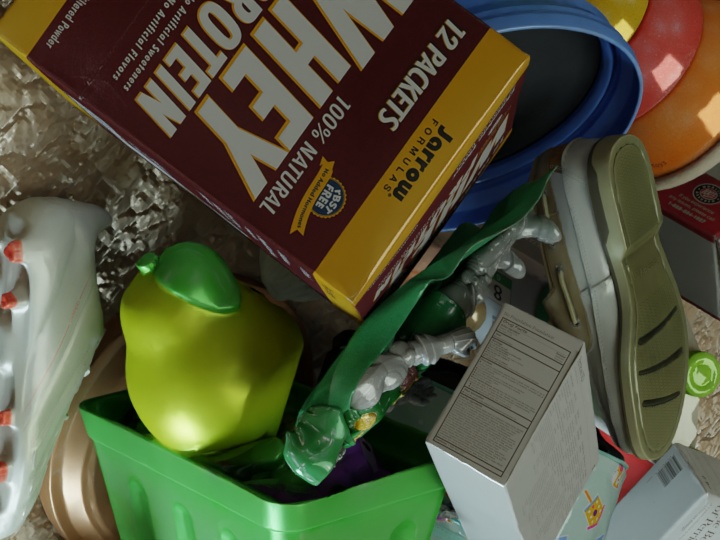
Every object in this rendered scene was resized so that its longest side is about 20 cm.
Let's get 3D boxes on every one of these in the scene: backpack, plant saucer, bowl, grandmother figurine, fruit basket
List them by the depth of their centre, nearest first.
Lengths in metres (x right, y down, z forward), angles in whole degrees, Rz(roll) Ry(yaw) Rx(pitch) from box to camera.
[{"bbox_3d":[-0.060,0.076,0.950,0.154,0.215,0.218,-10,122,-40],"label":"fruit basket"},{"bbox_3d":[0.000,0.000,1.056,0.061,0.121,0.199,-60,152,7],"label":"grandmother figurine"},{"bbox_3d":[0.071,-0.096,1.059,0.198,0.040,0.201,-13,150,-8],"label":"bowl"},{"bbox_3d":[-0.107,0.098,1.086,0.199,0.032,0.202,-25,130,-32],"label":"plant saucer"},{"bbox_3d":[0.064,0.137,1.105,0.176,0.198,0.155,70,34,-78],"label":"backpack"}]

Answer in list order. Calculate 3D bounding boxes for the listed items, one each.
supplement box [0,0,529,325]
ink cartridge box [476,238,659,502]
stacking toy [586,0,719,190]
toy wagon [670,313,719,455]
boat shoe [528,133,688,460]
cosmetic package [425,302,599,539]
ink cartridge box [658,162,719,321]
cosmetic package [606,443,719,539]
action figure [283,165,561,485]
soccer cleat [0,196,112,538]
[{"bbox_3d":[-0.039,-0.089,0.844,0.133,0.199,0.197,-53,175,-3],"label":"supplement box"},{"bbox_3d":[0.144,0.085,1.222,0.050,0.160,0.202,-25,131,-34],"label":"ink cartridge box"},{"bbox_3d":[0.160,-0.158,1.128,0.199,0.146,0.147,36,89,-34],"label":"stacking toy"},{"bbox_3d":[0.207,0.077,1.285,0.039,0.155,0.203,2,94,-22],"label":"toy wagon"},{"bbox_3d":[0.152,0.017,1.081,0.074,0.068,0.203,-19,103,-49],"label":"boat shoe"},{"bbox_3d":[0.084,0.095,0.921,0.083,0.050,0.200,-57,160,-15],"label":"cosmetic package"},{"bbox_3d":[0.272,-0.077,1.252,0.199,0.145,0.083,-36,135,-21],"label":"ink cartridge box"},{"bbox_3d":[0.188,0.213,1.199,0.082,0.051,0.201,19,119,-38],"label":"cosmetic package"},{"bbox_3d":[0.026,0.036,0.875,0.200,0.055,0.118,-44,174,-35],"label":"action figure"},{"bbox_3d":[-0.178,0.057,0.966,0.077,0.069,0.202,-8,118,-44],"label":"soccer cleat"}]
